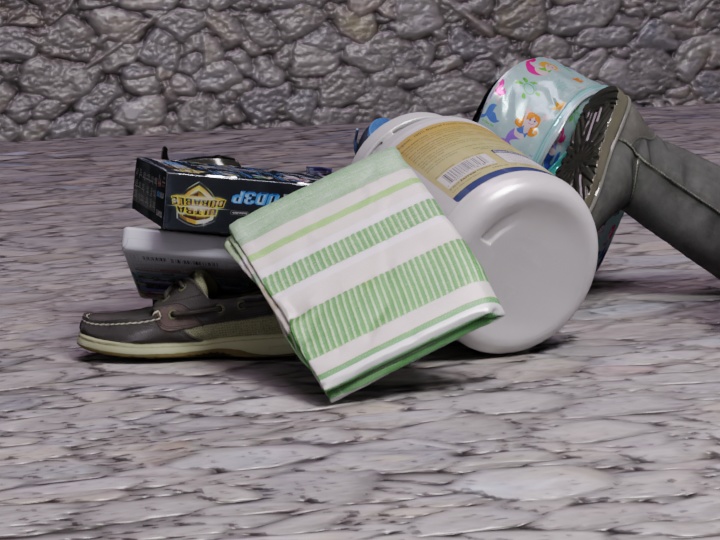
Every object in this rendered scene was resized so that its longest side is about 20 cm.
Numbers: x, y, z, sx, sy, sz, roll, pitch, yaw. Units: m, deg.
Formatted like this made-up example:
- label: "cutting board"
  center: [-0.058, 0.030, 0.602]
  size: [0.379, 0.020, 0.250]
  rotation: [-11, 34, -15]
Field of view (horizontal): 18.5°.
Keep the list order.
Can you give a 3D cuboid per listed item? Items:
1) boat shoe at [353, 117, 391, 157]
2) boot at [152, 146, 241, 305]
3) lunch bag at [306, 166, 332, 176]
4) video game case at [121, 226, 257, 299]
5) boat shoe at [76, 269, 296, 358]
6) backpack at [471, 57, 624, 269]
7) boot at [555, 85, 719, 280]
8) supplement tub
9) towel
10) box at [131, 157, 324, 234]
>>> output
- label: "boat shoe"
  center: [0.035, -0.081, 1.899]
  size: [0.084, 0.069, 0.200]
  rotation: [45, 12, 14]
- label: "boot"
  center: [-0.085, -0.035, 1.897]
  size: [0.198, 0.140, 0.077]
  rotation: [1, 7, 9]
- label: "lunch bag"
  center: [-0.026, -0.058, 2.257]
  size: [0.159, 0.076, 0.200]
  rotation: [2, 11, 14]
- label: "video game case"
  center: [-0.085, 0.003, 1.768]
  size: [0.198, 0.022, 0.182]
  rotation: [5, -13, 0]
- label: "boat shoe"
  center: [-0.122, 0.032, 1.715]
  size: [0.199, 0.067, 0.072]
  rotation: [0, 9, 8]
- label: "backpack"
  center: [0.158, -0.083, 1.969]
  size: [0.150, 0.202, 0.177]
  rotation: [24, 19, 25]
- label: "boot"
  center: [0.254, -0.039, 1.879]
  size: [0.200, 0.183, 0.072]
  rotation: [38, -22, -25]
- label: "supplement tub"
  center: [0.081, -0.036, 1.729]
  size: [0.143, 0.146, 0.200]
  rotation: [-6, 24, -23]
- label: "towel"
  center: [0.000, 0.000, 1.600]
  size: [0.152, 0.024, 0.200]
  rotation: [-26, 44, -9]
- label: "box"
  center: [-0.092, -0.057, 1.766]
  size: [0.157, 0.046, 0.200]
  rotation: [5, 5, -14]
